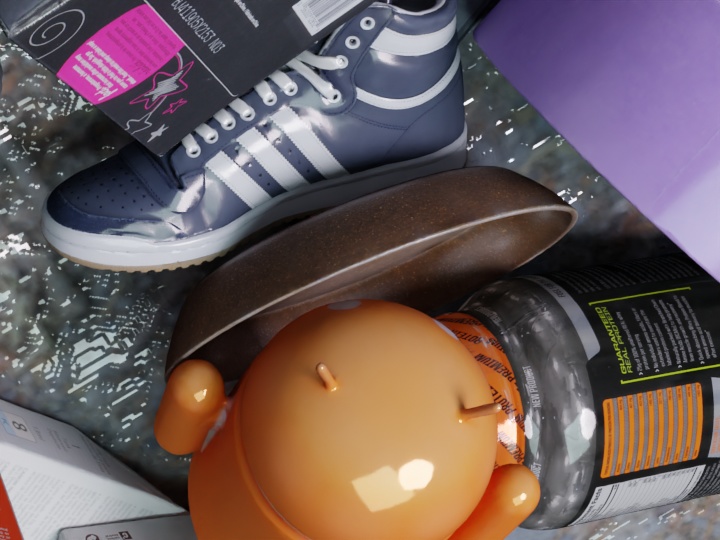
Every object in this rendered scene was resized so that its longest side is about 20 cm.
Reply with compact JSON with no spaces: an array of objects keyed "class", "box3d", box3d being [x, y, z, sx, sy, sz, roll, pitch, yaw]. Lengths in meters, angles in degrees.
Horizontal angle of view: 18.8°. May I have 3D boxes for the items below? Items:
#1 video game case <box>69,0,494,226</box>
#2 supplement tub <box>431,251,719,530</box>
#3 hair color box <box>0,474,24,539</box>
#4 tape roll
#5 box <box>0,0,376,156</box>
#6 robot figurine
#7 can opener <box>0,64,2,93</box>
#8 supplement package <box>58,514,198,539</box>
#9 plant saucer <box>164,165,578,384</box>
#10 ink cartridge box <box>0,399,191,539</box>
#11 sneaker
[{"class":"video game case","box3d":[-0.016,-0.126,0.961,0.143,0.019,0.200,31,106,-35]},{"class":"supplement tub","box3d":[0.125,0.057,1.062,0.199,0.123,0.123,-7,124,-26]},{"class":"hair color box","box3d":[-0.181,0.135,0.873,0.061,0.200,0.102,15,114,-30]},{"class":"tape roll","box3d":[0.149,-0.068,0.955,0.085,0.200,0.200,-46,127,11]},{"class":"box","box3d":[-0.077,-0.142,0.804,0.132,0.115,0.200,-35,168,3]},{"class":"robot figurine","box3d":[-0.007,0.084,0.956,0.116,0.144,0.200,-34,171,-27]},{"class":"can opener","box3d":[-0.223,-0.017,0.914,0.200,0.053,0.067,-38,108,3]},{"class":"supplement package","box3d":[-0.037,0.231,1.042,0.190,0.200,0.148,-3,126,-33]},{"class":"plant saucer","box3d":[0.000,0.000,0.977,0.199,0.035,0.200,-21,169,-4]},{"class":"ink cartridge box","box3d":[-0.164,0.153,1.070,0.160,0.047,0.200,-50,139,12]},{"class":"sneaker","box3d":[-0.044,-0.073,0.926,0.199,0.070,0.109,-16,131,-22]}]
